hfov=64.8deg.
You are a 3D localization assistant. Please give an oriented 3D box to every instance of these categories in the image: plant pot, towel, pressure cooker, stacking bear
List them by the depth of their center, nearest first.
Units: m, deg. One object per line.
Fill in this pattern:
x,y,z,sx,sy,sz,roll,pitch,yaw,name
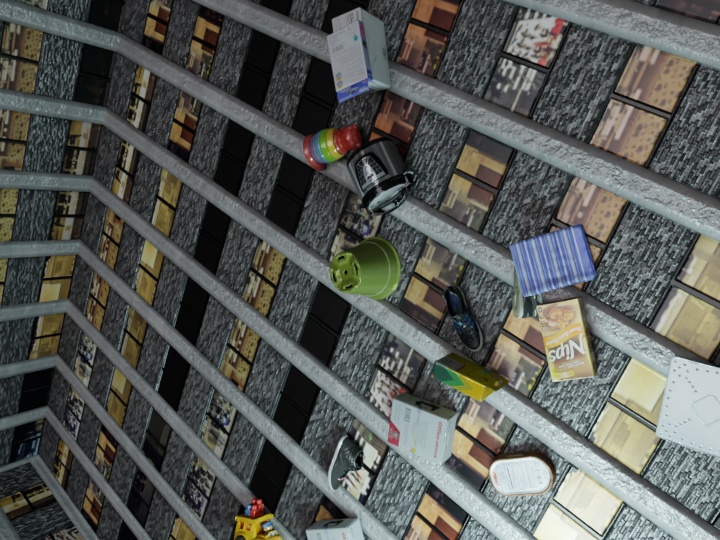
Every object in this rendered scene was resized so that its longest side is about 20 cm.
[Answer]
0.506,-0.025,1.496,0.193,0.024,0.150,-16,84,13,towel
0.067,-0.278,1.734,0.206,0.174,0.176,66,161,11,pressure cooker
0.000,0.000,1.792,0.194,0.187,0.209,4,97,34,plant pot
-0.083,-0.417,1.870,0.194,0.113,0.127,-12,88,30,stacking bear

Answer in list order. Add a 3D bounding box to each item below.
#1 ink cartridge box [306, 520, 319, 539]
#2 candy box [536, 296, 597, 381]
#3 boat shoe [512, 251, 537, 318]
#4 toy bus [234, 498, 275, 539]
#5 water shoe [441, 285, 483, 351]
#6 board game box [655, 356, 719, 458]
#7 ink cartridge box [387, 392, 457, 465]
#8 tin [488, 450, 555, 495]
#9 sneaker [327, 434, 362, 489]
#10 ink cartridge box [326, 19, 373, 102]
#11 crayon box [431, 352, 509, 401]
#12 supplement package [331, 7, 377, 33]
-0.080,0.959,1.981,0.195,0.082,0.151,-20,82,34,ink cartridge box
0.547,0.181,1.504,0.112,0.055,0.208,-14,86,35,candy box
0.458,0.027,1.560,0.065,0.072,0.209,2,88,-3,boat shoe
-0.392,0.995,2.198,0.194,0.134,0.200,-5,76,32,toy bus
0.291,0.146,1.666,0.071,0.078,0.206,-31,77,32,water shoe
0.823,0.327,1.340,0.194,0.026,0.208,13,102,33,board game box
0.191,0.488,1.761,0.195,0.082,0.152,14,101,33,ink cartridge box
0.456,0.579,1.613,0.195,0.041,0.116,-20,79,35,tin
-0.048,0.682,1.951,0.097,0.070,0.207,23,102,36,sneaker
-0.029,-0.608,1.664,0.116,0.041,0.208,-12,85,33,ink cartridge box
0.317,0.310,1.633,0.195,0.125,0.053,23,107,32,crayon box
0.004,-0.669,1.753,0.107,0.154,0.209,-5,91,31,supplement package
